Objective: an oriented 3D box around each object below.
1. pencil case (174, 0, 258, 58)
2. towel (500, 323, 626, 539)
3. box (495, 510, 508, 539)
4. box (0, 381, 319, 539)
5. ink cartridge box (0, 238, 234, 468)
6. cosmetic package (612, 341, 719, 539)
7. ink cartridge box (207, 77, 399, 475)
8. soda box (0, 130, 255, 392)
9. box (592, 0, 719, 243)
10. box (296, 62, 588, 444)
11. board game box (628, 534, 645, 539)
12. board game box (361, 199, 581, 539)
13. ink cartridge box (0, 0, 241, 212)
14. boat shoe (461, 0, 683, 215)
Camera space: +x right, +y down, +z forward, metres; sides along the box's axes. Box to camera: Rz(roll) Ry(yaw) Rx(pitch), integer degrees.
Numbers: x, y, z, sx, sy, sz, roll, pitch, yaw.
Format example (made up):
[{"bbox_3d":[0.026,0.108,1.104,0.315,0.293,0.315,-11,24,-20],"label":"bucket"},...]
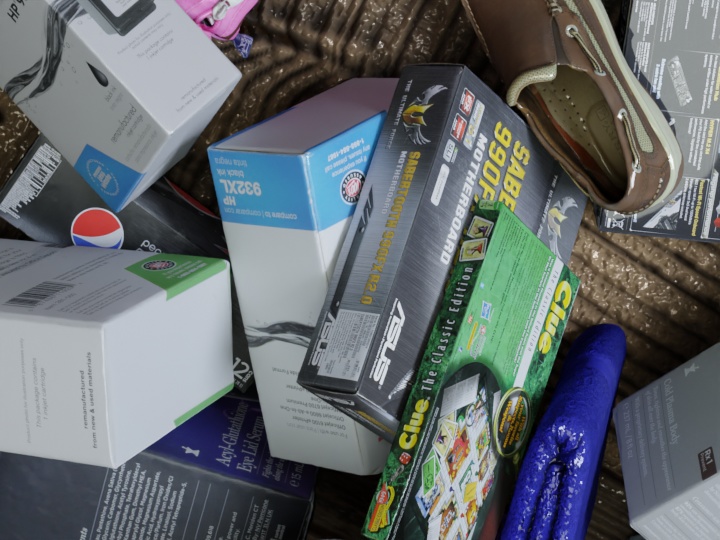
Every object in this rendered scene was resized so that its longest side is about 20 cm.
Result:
[{"bbox_3d":[-0.050,-0.228,1.019,0.090,0.094,0.201,27,111,-26],"label":"pencil case"},{"bbox_3d":[0.120,0.125,1.080,0.049,0.200,0.150,12,107,11],"label":"towel"},{"bbox_3d":[0.098,0.283,1.179,0.105,0.122,0.202,-21,106,12],"label":"box"},{"bbox_3d":[-0.129,0.130,1.124,0.198,0.148,0.105,17,110,-3],"label":"box"},{"bbox_3d":[-0.193,0.041,1.012,0.198,0.146,0.085,5,106,24],"label":"ink cartridge box"},{"bbox_3d":[0.254,0.088,1.029,0.090,0.107,0.199,38,119,-25],"label":"cosmetic package"},{"bbox_3d":[0.000,0.000,1.063,0.083,0.145,0.202,6,115,39],"label":"ink cartridge box"},{"bbox_3d":[-0.130,-0.015,1.112,0.199,0.071,0.063,37,110,-9],"label":"soda box"},{"bbox_3d":[0.232,-0.117,1.064,0.156,0.050,0.202,5,110,1],"label":"box"},{"bbox_3d":[0.054,0.005,1.025,0.048,0.202,0.158,6,159,40],"label":"box"},{"bbox_3d":[0.272,0.219,1.118,0.147,0.065,0.199,43,143,-14],"label":"board game box"},{"bbox_3d":[0.066,0.073,0.993,0.023,0.202,0.105,6,158,40],"label":"board game box"},{"bbox_3d":[-0.174,-0.145,1.024,0.200,0.068,0.116,47,148,0],"label":"ink cartridge box"},{"bbox_3d":[0.112,-0.122,1.024,0.203,0.075,0.075,53,125,9],"label":"boat shoe"}]
